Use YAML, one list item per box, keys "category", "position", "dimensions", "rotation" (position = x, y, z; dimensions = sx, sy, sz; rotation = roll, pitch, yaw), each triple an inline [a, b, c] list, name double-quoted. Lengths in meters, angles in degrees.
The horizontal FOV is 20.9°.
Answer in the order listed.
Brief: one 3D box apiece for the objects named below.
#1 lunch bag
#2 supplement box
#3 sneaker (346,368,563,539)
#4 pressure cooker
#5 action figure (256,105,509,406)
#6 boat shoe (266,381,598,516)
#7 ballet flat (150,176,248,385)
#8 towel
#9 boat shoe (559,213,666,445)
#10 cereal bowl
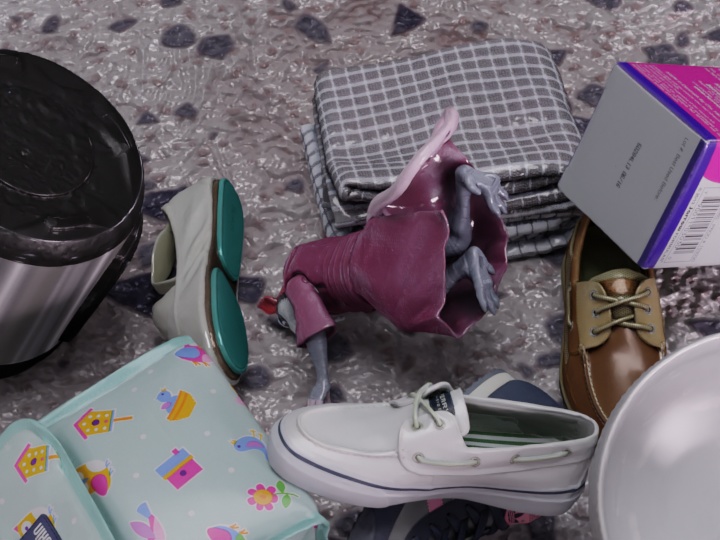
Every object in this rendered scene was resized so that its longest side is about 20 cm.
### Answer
- category: "lunch bag"
  position: [-0.140, 0.162, 1.168]
  dimensions: [0.199, 0.122, 0.171]
  rotation: [-27, 55, -17]
- category: "supplement box"
  position: [0.250, -0.072, 1.337]
  dimensions: [0.199, 0.102, 0.103]
  rotation: [-1, 36, -40]
- category: "sneaker"
  position: [0.066, 0.142, 1.213]
  dimensions: [0.082, 0.071, 0.200]
  rotation: [26, 54, 27]
- category: "pressure cooker"
  position: [-0.253, -0.028, 1.313]
  dimensions: [0.175, 0.200, 0.179]
  rotation: [-22, 68, -44]
- category: "action figure"
  position: [0.000, 0.000, 1.299]
  dimensions: [0.199, 0.150, 0.134]
  rotation: [-13, 25, 37]
- category: "boat shoe"
  position: [0.045, 0.095, 1.157]
  dimensions: [0.198, 0.067, 0.074]
  rotation: [6, 37, -19]
- category: "ballet flat"
  position: [-0.114, 0.014, 1.358]
  dimensions: [0.069, 0.070, 0.201]
  rotation: [-4, 42, -1]
- category: "towel"
  position: [0.061, -0.088, 1.425]
  dimensions: [0.198, 0.086, 0.166]
  rotation: [-8, 45, -5]
- category: "boat shoe"
  position: [0.168, 0.031, 1.312]
  dimensions: [0.075, 0.074, 0.201]
  rotation: [-4, 46, -1]
- category: "cereal bowl"
  position: [0.228, 0.139, 1.162]
  dimensions: [0.198, 0.083, 0.202]
  rotation: [1, 78, -5]
